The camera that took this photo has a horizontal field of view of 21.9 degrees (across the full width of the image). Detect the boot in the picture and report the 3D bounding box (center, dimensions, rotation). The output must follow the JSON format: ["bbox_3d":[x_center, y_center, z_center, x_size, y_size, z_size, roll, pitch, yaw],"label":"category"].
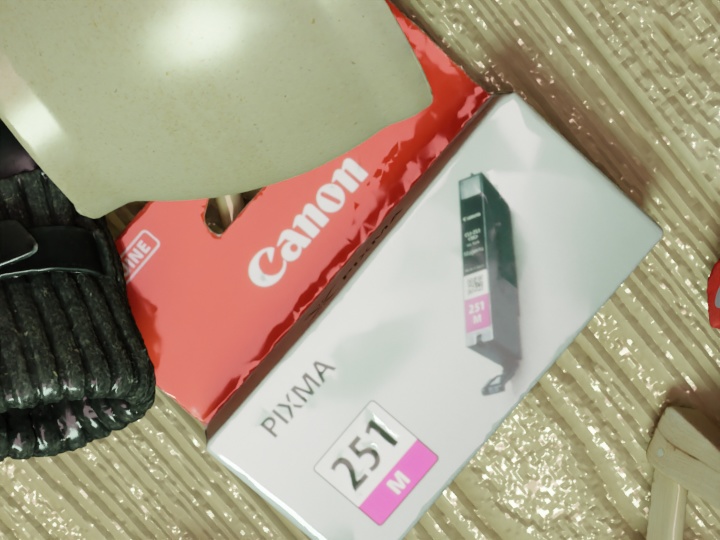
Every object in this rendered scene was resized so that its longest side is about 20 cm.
[{"bbox_3d":[-0.195,0.010,0.774,0.210,0.079,0.159,-15,71,10],"label":"boot"}]

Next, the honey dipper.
[{"bbox_3d":[-0.047,0.004,0.826,0.038,0.038,0.201,-12,100,7],"label":"honey dipper"}]

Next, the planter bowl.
[{"bbox_3d":[-0.085,-0.106,0.700,0.134,0.200,0.201,-36,100,-1],"label":"planter bowl"}]

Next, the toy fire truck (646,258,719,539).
[{"bbox_3d":[0.165,0.087,0.800,0.049,0.141,0.201,9,71,-34],"label":"toy fire truck"}]

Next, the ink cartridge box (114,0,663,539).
[{"bbox_3d":[0.000,0.000,0.793,0.173,0.044,0.200,41,91,-10],"label":"ink cartridge box"}]
